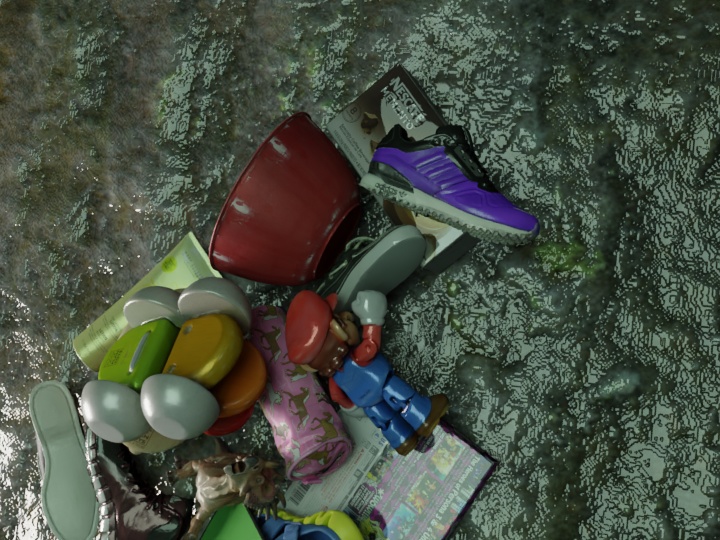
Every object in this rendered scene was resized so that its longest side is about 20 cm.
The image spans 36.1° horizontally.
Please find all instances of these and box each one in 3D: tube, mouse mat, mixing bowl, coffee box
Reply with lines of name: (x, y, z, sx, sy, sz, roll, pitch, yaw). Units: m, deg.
tube: (-0.261, 0.043, 1.345, 0.199, 0.058, 0.052, -38, 29, 6)
mouse mat: (-0.155, 0.342, 1.221, 0.007, 0.200, 0.163, 28, 95, -26)
mixing bowl: (-0.068, -0.059, 1.219, 0.107, 0.200, 0.202, 32, 94, 11)
coffee box: (0.066, -0.113, 1.233, 0.112, 0.080, 0.201, -37, 74, 11)

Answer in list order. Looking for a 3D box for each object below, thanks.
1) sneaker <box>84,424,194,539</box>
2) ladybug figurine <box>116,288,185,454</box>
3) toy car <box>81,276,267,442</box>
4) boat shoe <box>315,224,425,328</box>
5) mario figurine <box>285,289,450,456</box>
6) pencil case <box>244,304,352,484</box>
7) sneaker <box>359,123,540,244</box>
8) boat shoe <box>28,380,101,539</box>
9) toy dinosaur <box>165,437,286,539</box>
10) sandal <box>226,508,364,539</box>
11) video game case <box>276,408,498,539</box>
sneaker: (-0.254, 0.256, 1.310, 0.113, 0.076, 0.204, -9, 91, 12)
ladybug figurine: (-0.228, 0.117, 1.297, 0.134, 0.072, 0.203, 27, 86, -12)
toy car: (-0.187, 0.114, 1.185, 0.197, 0.150, 0.177, -9, 47, 33)
boat shoe: (0.000, 0.000, 1.210, 0.200, 0.070, 0.065, -48, 55, 44)
mario figurine: (0.006, 0.093, 1.177, 0.200, 0.106, 0.124, 44, 91, -2)
pencil case: (-0.082, 0.137, 1.232, 0.082, 0.087, 0.201, -28, 60, -6)
sneaker: (0.101, -0.098, 1.142, 0.197, 0.069, 0.101, 22, 89, 18)
boat shoe: (-0.360, 0.236, 1.349, 0.073, 0.060, 0.203, -17, 80, -13)
toy dinosaur: (-0.136, 0.231, 1.221, 0.133, 0.200, 0.087, -20, 96, 4)
sandal: (-0.090, 0.308, 1.205, 0.198, 0.087, 0.081, -21, 97, 43)
video game case: (0.027, 0.239, 1.228, 0.180, 0.036, 0.202, 35, 95, 21)
